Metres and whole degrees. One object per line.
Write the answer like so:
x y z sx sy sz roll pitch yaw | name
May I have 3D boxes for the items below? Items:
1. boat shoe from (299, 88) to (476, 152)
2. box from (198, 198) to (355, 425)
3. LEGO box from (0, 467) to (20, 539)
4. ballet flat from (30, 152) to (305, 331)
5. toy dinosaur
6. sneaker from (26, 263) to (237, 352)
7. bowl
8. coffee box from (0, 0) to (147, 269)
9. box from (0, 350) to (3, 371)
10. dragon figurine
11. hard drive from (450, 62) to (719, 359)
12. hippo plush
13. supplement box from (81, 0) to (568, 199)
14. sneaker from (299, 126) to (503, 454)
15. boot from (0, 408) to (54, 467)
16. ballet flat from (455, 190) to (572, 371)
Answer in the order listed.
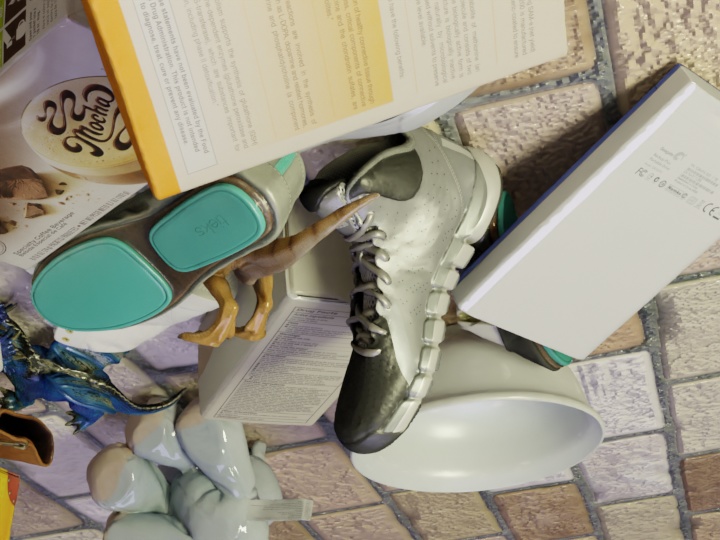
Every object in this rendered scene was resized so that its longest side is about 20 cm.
-0.015 -0.105 0.692 0.200 0.074 0.067 -23 147 29 | boat shoe
-0.043 0.034 0.937 0.095 0.078 0.200 8 149 -23 | box
-0.328 0.197 0.941 0.077 0.149 0.200 3 161 13 | LEGO box
-0.106 -0.019 0.749 0.200 0.064 0.067 -24 114 38 | ballet flat
-0.065 -0.009 0.763 0.060 0.107 0.200 4 -170 -27 | toy dinosaur
-0.189 0.005 0.867 0.115 0.074 0.200 -29 145 31 | sneaker
0.088 0.102 1.069 0.200 0.091 0.201 -4 152 -2 | bowl
-0.163 -0.088 0.693 0.200 0.080 0.113 -29 144 35 | coffee box
-0.312 0.032 0.768 0.152 0.107 0.200 -6 -175 3 | box
-0.211 0.079 1.001 0.200 0.059 0.099 20 152 -25 | dragon figurine
0.168 -0.029 0.847 0.132 0.025 0.200 22 123 -40 | hard drive
-0.123 0.179 1.167 0.199 0.160 0.161 6 -176 10 | hippo plush
-0.017 -0.127 0.570 0.200 0.074 0.126 -20 137 -9 | supplement box
0.000 0.000 0.795 0.115 0.200 0.075 28 167 -32 | sneaker
-0.342 0.100 0.951 0.199 0.069 0.188 9 156 19 | boot
0.093 0.006 0.932 0.068 0.068 0.200 -6 143 22 | ballet flat
